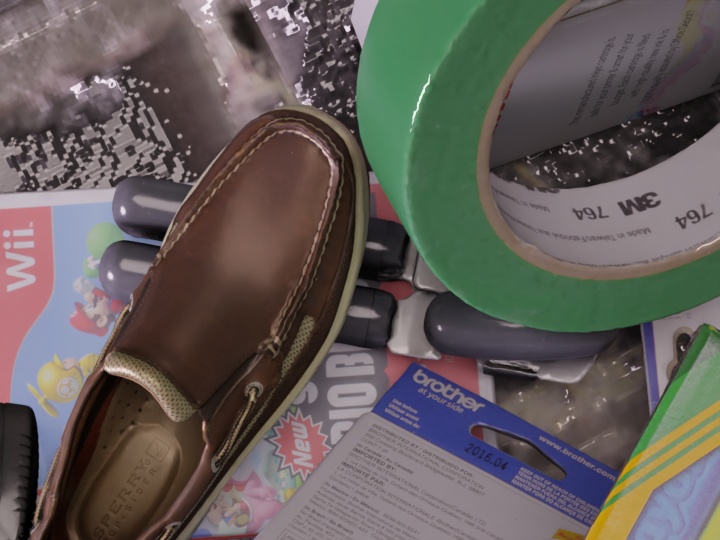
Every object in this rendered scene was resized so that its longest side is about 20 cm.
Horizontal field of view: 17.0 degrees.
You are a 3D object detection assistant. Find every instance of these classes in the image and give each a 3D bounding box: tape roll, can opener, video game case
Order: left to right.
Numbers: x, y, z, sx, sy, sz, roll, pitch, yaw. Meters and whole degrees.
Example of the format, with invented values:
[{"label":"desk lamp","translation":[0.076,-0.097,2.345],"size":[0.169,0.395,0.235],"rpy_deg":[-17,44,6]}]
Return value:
[{"label":"video game case","translation":[-0.048,0.035,0.953],"size":[0.199,0.017,0.144],"rpy_deg":[-4,78,-2]},{"label":"can opener","translation":[0.000,0.000,0.918],"size":[0.199,0.067,0.054],"rpy_deg":[11,77,0]},{"label":"tape roll","translation":[0.099,-0.068,0.826],"size":[0.200,0.201,0.048],"rpy_deg":[-24,47,-6]}]

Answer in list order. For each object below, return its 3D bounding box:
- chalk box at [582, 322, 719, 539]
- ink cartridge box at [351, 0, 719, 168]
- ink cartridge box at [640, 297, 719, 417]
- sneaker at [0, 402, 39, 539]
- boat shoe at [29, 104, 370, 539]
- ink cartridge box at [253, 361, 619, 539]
[{"label":"chalk box","translation":[0.120,0.143,0.780],"size":[0.123,0.124,0.200],"rpy_deg":[27,80,17]},{"label":"ink cartridge box","translation":[0.104,-0.118,0.915],"size":[0.199,0.146,0.083],"rpy_deg":[-19,76,-10]},{"label":"ink cartridge box","translation":[0.207,0.038,0.948],"size":[0.199,0.039,0.100],"rpy_deg":[-2,78,-3]},{"label":"sneaker","translation":[-0.182,0.143,0.897],"size":[0.104,0.060,0.201],"rpy_deg":[8,92,-3]},{"label":"boat shoe","translation":[-0.059,0.036,0.872],"size":[0.075,0.075,0.203],"rpy_deg":[27,101,10]},{"label":"ink cartridge box","translation":[0.014,0.127,0.863],"size":[0.119,0.042,0.200],"rpy_deg":[26,50,18]}]
